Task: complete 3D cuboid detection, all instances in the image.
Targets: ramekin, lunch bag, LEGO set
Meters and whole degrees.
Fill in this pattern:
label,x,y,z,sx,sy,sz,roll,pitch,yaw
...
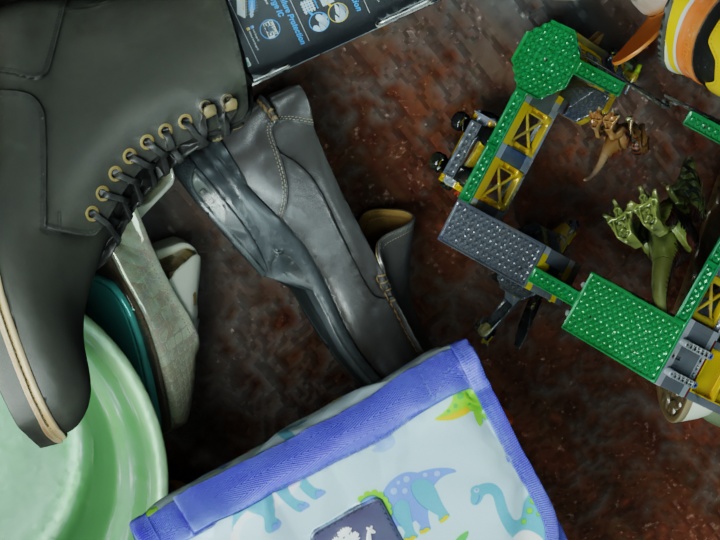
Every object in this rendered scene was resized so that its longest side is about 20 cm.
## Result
label,x,y,z,sx,sy,sz,roll,pitch,yaw
ramekin,-0.194,0.093,1.327,0.198,0.098,0.202,-3,99,-16
lunch bag,0.000,0.122,1.297,0.169,0.128,0.200,-30,146,-3
LEGO set,0.139,-0.017,1.326,0.116,0.199,0.155,25,87,-51

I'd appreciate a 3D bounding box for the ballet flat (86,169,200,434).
label,x,y,z,sx,sy,sz,roll,pitch,yaw
ballet flat,-0.106,-0.015,1.347,0.062,0.067,0.201,-29,116,-19

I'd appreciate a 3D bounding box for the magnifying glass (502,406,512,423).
label,x,y,z,sx,sy,sz,roll,pitch,yaw
magnifying glass,0.014,0.148,1.450,0.079,0.022,0.201,28,108,-16

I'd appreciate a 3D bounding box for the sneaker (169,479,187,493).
label,x,y,z,sx,sy,sz,roll,pitch,yaw
sneaker,-0.132,0.197,1.422,0.200,0.075,0.088,-40,111,11

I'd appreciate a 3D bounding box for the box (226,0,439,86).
label,x,y,z,sx,sy,sz,roll,pitch,yaw
box,-0.053,-0.189,1.289,0.158,0.046,0.201,-24,112,4

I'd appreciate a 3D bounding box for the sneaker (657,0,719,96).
label,x,y,z,sx,sy,sz,roll,pitch,yaw
sneaker,0.228,-0.124,1.287,0.199,0.090,0.070,-30,138,-28

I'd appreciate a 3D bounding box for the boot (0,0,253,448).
label,x,y,z,sx,sy,sz,roll,pitch,yaw
boot,-0.101,-0.035,1.239,0.137,0.078,0.201,-12,75,2

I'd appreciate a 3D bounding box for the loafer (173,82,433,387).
label,x,y,z,sx,sy,sz,roll,pitch,yaw
loafer,0.000,0.000,1.359,0.072,0.073,0.200,-41,119,1

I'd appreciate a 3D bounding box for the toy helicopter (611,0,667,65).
label,x,y,z,sx,sy,sz,roll,pitch,yaw
toy helicopter,0.147,-0.175,1.299,0.199,0.079,0.133,-20,96,-14

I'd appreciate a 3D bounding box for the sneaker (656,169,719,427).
label,x,y,z,sx,sy,sz,roll,pitch,yaw
sneaker,0.214,-0.012,1.386,0.089,0.067,0.201,11,112,-17
